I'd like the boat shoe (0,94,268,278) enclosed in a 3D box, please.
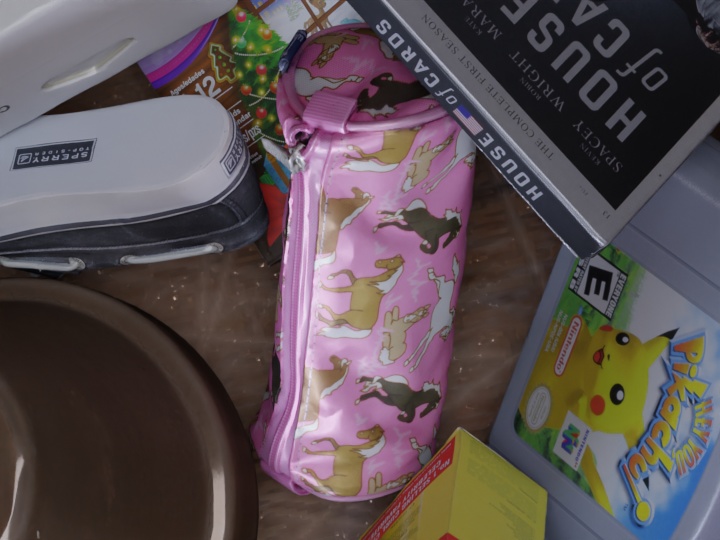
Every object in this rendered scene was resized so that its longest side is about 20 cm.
[{"bbox_3d":[-0.134,-0.027,1.258,0.199,0.068,0.072,-6,46,19],"label":"boat shoe"}]

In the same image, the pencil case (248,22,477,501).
[{"bbox_3d":[0.000,0.000,1.208,0.086,0.083,0.201,1,127,-5],"label":"pencil case"}]

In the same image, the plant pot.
[{"bbox_3d":[-0.157,0.091,1.186,0.199,0.175,0.202,-2,80,13],"label":"plant pot"}]

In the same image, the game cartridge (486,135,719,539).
[{"bbox_3d":[0.118,0.049,1.211,0.133,0.040,0.201,36,114,43],"label":"game cartridge"}]

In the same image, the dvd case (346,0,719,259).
[{"bbox_3d":[0.098,-0.122,1.169,0.150,0.025,0.200,47,60,-5],"label":"dvd case"}]

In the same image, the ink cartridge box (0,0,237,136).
[{"bbox_3d":[-0.154,-0.174,1.225,0.145,0.083,0.201,-28,73,8],"label":"ink cartridge box"}]

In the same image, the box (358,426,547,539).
[{"bbox_3d":[0.029,0.139,1.149,0.050,0.200,0.075,37,112,-9],"label":"box"}]

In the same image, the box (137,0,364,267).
[{"bbox_3d":[0.005,-0.111,1.239,0.200,0.039,0.137,-34,89,24],"label":"box"}]
